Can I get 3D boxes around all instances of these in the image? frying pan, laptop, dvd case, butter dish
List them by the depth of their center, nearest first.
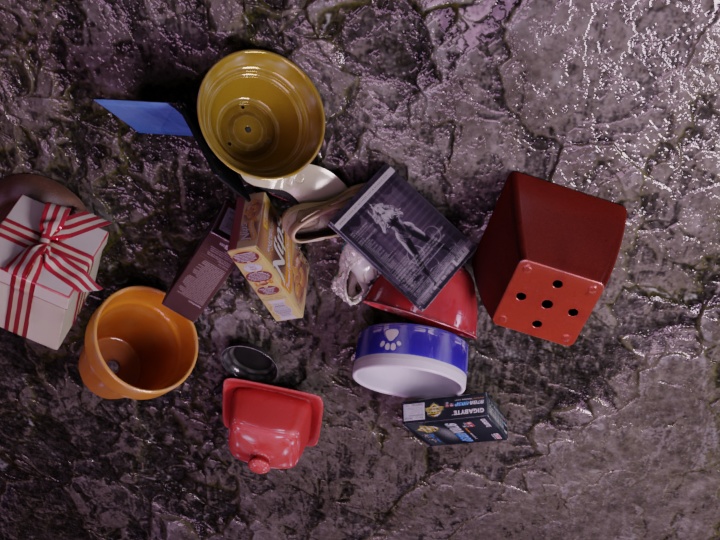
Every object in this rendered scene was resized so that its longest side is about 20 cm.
[{"bbox_3d":[-0.280,-0.181,1.452,0.115,0.187,0.201,-30,80,4],"label":"laptop"},{"bbox_3d":[0.067,-0.054,1.494,0.200,0.149,0.016,43,154,0],"label":"dvd case"},{"bbox_3d":[-0.218,0.199,1.844,0.114,0.031,0.190,20,140,-2],"label":"frying pan"},{"bbox_3d":[-0.182,0.321,1.844,0.199,0.148,0.200,11,141,1],"label":"butter dish"}]

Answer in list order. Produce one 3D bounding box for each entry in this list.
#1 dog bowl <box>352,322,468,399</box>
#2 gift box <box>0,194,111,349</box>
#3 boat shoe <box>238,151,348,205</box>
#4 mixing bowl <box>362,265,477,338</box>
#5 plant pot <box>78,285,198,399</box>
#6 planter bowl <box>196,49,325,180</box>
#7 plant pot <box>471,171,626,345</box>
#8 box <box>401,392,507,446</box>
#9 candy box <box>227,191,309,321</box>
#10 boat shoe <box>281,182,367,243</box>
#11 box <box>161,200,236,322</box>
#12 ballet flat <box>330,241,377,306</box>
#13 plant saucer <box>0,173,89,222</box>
[{"bbox_3d":[0.089,0.161,1.671,0.199,0.079,0.200,7,159,3],"label":"dog bowl"},{"bbox_3d":[-0.526,-0.002,1.617,0.199,0.185,0.187,19,137,-9],"label":"gift box"},{"bbox_3d":[-0.106,-0.146,1.542,0.200,0.063,0.074,20,100,-21],"label":"boat shoe"},{"bbox_3d":[0.113,0.032,1.575,0.199,0.200,0.109,19,85,-4],"label":"mixing bowl"},{"bbox_3d":[-0.429,0.153,1.763,0.200,0.201,0.183,37,141,-18],"label":"plant pot"},{"bbox_3d":[-0.160,-0.224,1.442,0.200,0.201,0.083,34,158,-16],"label":"planter bowl"},{"bbox_3d":[0.293,-0.002,1.498,0.199,0.177,0.201,17,128,-3],"label":"plant pot"},{"bbox_3d":[0.177,0.278,1.761,0.158,0.046,0.200,-8,156,16],"label":"box"},{"bbox_3d":[-0.148,-0.020,1.579,0.055,0.116,0.200,-9,141,17],"label":"candy box"},{"bbox_3d":[-0.024,-0.085,1.525,0.199,0.065,0.072,-18,123,-11],"label":"boat shoe"},{"bbox_3d":[-0.259,-0.015,1.645,0.075,0.100,0.200,30,126,-12],"label":"box"},{"bbox_3d":[0.000,0.000,1.589,0.071,0.072,0.200,17,152,-3],"label":"ballet flat"},{"bbox_3d":[-0.574,-0.078,1.698,0.199,0.037,0.201,6,128,8],"label":"plant saucer"}]
